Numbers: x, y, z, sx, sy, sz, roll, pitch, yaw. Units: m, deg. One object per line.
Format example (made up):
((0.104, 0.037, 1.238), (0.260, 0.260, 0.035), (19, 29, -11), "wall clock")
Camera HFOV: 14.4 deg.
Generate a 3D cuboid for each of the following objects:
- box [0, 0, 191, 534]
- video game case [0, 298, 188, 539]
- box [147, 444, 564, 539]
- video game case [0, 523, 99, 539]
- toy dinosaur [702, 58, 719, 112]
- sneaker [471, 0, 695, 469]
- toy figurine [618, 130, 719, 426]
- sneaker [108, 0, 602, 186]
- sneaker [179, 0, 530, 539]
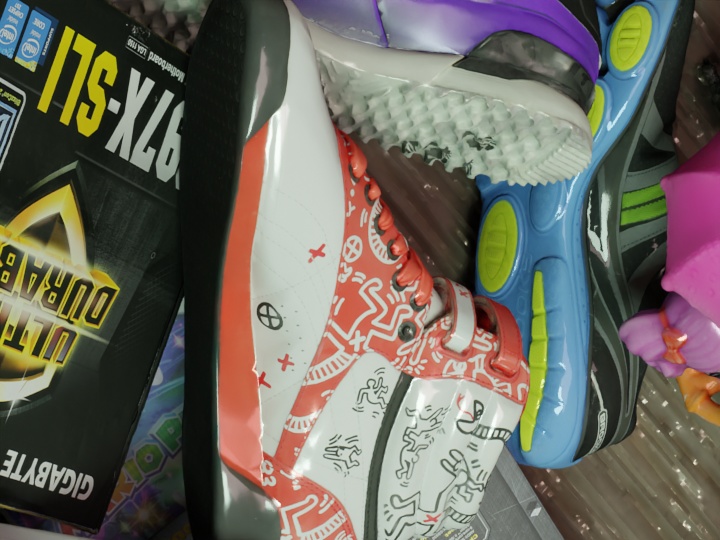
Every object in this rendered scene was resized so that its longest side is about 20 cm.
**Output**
((-0.116, -0.011, 0.883), (0.200, 0.049, 0.161), (31, 76, -65), "box")
((-0.040, 0.086, 1.034), (0.143, 0.018, 0.200), (-42, 115, -12), "video game case")
((-0.012, 0.147, 1.022), (0.200, 0.048, 0.159), (-39, 116, -12), "box")
((-0.147, 0.156, 0.925), (0.198, 0.023, 0.183), (11, 121, -11), "video game case")
((0.182, -0.056, 1.101), (0.199, 0.047, 0.088), (-35, 120, -12), "toy dinosaur")
((0.088, -0.027, 1.055), (0.082, 0.070, 0.201), (3, 97, -50), "sneaker")
((0.163, 0.011, 1.012), (0.183, 0.200, 0.151), (19, 47, -44), "toy figurine")
((-0.005, -0.106, 0.988), (0.199, 0.070, 0.100), (21, 66, -15), "sneaker")
((0.000, 0.000, 0.926), (0.107, 0.067, 0.203), (-5, 113, -17), "sneaker")
